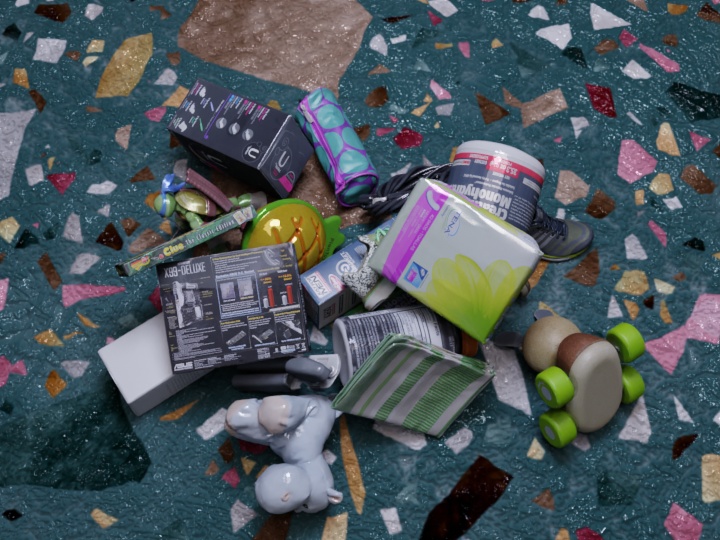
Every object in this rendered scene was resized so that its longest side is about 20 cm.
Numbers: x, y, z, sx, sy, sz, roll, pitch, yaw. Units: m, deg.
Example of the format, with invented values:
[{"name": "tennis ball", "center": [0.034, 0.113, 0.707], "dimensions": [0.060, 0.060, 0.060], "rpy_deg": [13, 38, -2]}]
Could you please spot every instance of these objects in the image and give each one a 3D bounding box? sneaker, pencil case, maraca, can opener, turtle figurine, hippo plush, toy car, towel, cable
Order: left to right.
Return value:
[{"name": "turtle figurine", "center": [-0.237, -0.058, 1.359], "dimensions": [0.192, 0.144, 0.202], "rpy_deg": [-5, 91, -28]}, {"name": "can opener", "center": [-0.111, 0.142, 1.230], "dimensions": [0.199, 0.066, 0.053], "rpy_deg": [-9, 50, 39]}, {"name": "hippo plush", "center": [-0.101, 0.260, 1.200], "dimensions": [0.199, 0.158, 0.163], "rpy_deg": [5, 76, -46]}, {"name": "maraca", "center": [-0.101, -0.041, 1.312], "dimensions": [0.107, 0.199, 0.138], "rpy_deg": [35, 108, 40]}, {"name": "pencil case", "center": [-0.043, -0.209, 1.444], "dimensions": [0.092, 0.085, 0.201], "rpy_deg": [5, 50, -51]}, {"name": "sneaker", "center": [0.042, -0.038, 1.257], "dimensions": [0.088, 0.077, 0.201], "rpy_deg": [34, 75, -3]}, {"name": "towel", "center": [0.078, 0.164, 1.187], "dimensions": [0.199, 0.153, 0.023], "rpy_deg": [21, 29, -34]}, {"name": "cable", "center": [0.098, -0.141, 1.385], "dimensions": [0.199, 0.163, 0.051], "rpy_deg": [-23, 99, -22]}, {"name": "sneaker", "center": [0.289, -0.066, 1.379], "dimensions": [0.198, 0.081, 0.075], "rpy_deg": [3, 63, -12]}, {"name": "toy car", "center": [0.297, 0.133, 1.280], "dimensions": [0.163, 0.159, 0.200], "rpy_deg": [-27, 38, -18]}]

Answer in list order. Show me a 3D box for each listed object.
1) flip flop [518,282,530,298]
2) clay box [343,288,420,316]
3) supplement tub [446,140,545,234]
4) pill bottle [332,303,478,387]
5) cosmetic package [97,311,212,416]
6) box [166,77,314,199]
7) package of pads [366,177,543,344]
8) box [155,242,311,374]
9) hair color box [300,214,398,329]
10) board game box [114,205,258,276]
[{"name": "flip flop", "center": [0.183, -0.016, 1.368], "dimensions": [0.200, 0.081, 0.058], "rpy_deg": [41, 83, 12]}, {"name": "clay box", "center": [0.069, 0.113, 1.308], "dimensions": [0.114, 0.048, 0.201], "rpy_deg": [-30, 69, -16]}, {"name": "supplement tub", "center": [0.184, -0.078, 1.267], "dimensions": [0.139, 0.140, 0.202], "rpy_deg": [17, 85, 7]}, {"name": "pill bottle", "center": [0.066, 0.105, 1.221], "dimensions": [0.198, 0.107, 0.107], "rpy_deg": [-8, 63, -14]}, {"name": "cosmetic package", "center": [-0.278, 0.118, 1.284], "dimensions": [0.199, 0.074, 0.102], "rpy_deg": [-31, 68, -14]}, {"name": "box", "center": [-0.196, -0.215, 1.398], "dimensions": [0.199, 0.122, 0.107], "rpy_deg": [25, 79, 25]}, {"name": "package of pads", "center": [0.132, -0.019, 1.167], "dimensions": [0.199, 0.068, 0.155], "rpy_deg": [34, 100, 9]}, {"name": "box", "center": [-0.179, 0.053, 1.210], "dimensions": [0.198, 0.050, 0.160], "rpy_deg": [-10, 89, 0]}, {"name": "hair color box", "center": [0.000, 0.000, 1.334], "dimensions": [0.199, 0.100, 0.061], "rpy_deg": [-33, 69, -17]}, {"name": "board game box", "center": [-0.250, -0.042, 1.218], "dimensions": [0.199, 0.105, 0.024], "rpy_deg": [-27, 102, -21]}]
